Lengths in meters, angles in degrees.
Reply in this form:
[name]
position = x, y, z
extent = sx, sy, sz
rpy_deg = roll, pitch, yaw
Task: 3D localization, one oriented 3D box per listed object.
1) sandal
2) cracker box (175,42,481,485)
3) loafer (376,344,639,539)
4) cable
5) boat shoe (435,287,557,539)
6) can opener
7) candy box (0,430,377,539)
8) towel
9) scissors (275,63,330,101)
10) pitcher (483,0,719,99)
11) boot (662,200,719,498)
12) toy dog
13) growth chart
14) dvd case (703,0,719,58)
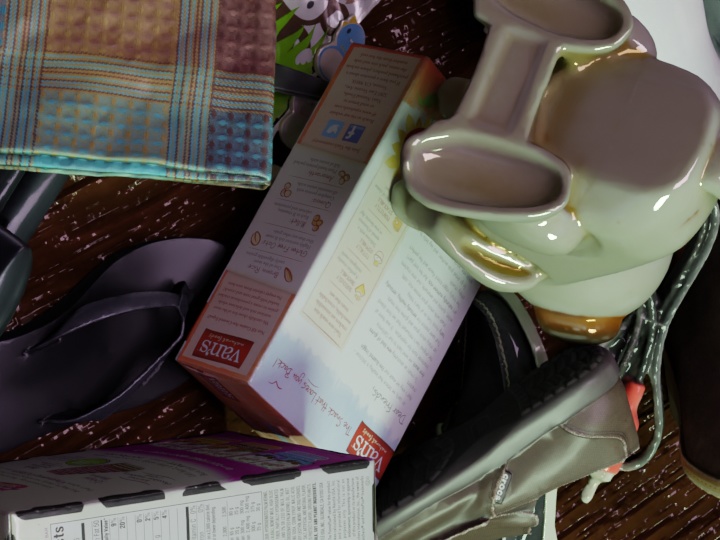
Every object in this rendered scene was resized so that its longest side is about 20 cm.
[sandal]
position = -0.136, 0.045, 1.058
extent = 0.200, 0.043, 0.076
rpy_deg = -30, 109, -31
[cracker box]
position = 0.000, 0.000, 1.127
extent = 0.200, 0.058, 0.134
rpy_deg = -62, 141, -17
[loafer]
position = 0.065, 0.121, 1.132
extent = 0.200, 0.073, 0.071
rpy_deg = -34, 103, 14
[cable]
position = 0.162, 0.046, 1.228
extent = 0.097, 0.050, 0.200
rpy_deg = 29, 108, -12
[boat shoe]
position = 0.070, 0.108, 1.191
extent = 0.067, 0.072, 0.201
rpy_deg = -9, 108, -26
[can opener]
position = -0.166, -0.035, 1.007
extent = 0.200, 0.078, 0.063
rpy_deg = -62, 161, -19
[candy box]
position = -0.110, 0.123, 1.024
extent = 0.200, 0.136, 0.061
rpy_deg = -4, 94, -35
[towel]
position = -0.137, -0.113, 0.990
extent = 0.199, 0.022, 0.147
rpy_deg = 5, 70, -10
[scissors]
position = -0.070, -0.102, 1.100
extent = 0.200, 0.014, 0.073
rpy_deg = 32, 72, -34
[pitcher]
position = 0.122, -0.133, 1.183
extent = 0.172, 0.121, 0.200
rpy_deg = -43, 107, -26
[boot]
position = 0.222, 0.035, 1.229
extent = 0.072, 0.200, 0.167
rpy_deg = 1, 107, -12
[toy dog]
position = 0.114, -0.046, 1.067
extent = 0.193, 0.200, 0.140
rpy_deg = 10, 70, 7
[growth chart]
position = -0.045, -0.157, 1.130
extent = 0.145, 0.018, 0.200
rpy_deg = 34, 75, -32
[dvd case]
position = 0.208, -0.112, 1.319
extent = 0.200, 0.016, 0.149
rpy_deg = -28, 109, -31
